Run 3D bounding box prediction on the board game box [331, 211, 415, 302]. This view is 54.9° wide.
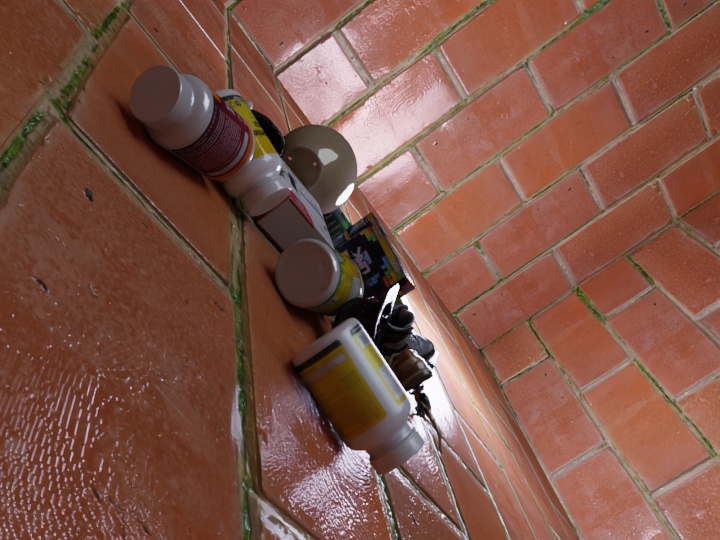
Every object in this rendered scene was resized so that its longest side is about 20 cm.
[{"bbox_3d":[0.000,0.000,1.425,0.057,0.164,0.201,48,12,-47],"label":"board game box"}]

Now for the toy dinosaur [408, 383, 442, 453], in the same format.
[{"bbox_3d":[0.134,0.292,1.507,0.088,0.047,0.201,56,9,-53],"label":"toy dinosaur"}]

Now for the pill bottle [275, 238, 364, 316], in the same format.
[{"bbox_3d":[-0.060,0.019,1.202,0.113,0.112,0.200,58,10,18],"label":"pill bottle"}]

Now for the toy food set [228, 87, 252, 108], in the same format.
[{"bbox_3d":[-0.242,-0.329,1.654,0.144,0.060,0.200,61,10,32],"label":"toy food set"}]

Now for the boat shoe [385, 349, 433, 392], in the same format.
[{"bbox_3d":[0.083,0.189,1.311,0.074,0.075,0.200,59,-18,10],"label":"boat shoe"}]

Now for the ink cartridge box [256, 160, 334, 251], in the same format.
[{"bbox_3d":[-0.137,-0.112,1.354,0.145,0.083,0.201,50,9,-32],"label":"ink cartridge box"}]

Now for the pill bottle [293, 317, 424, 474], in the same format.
[{"bbox_3d":[0.001,0.176,0.967,0.201,0.111,0.112,57,9,2],"label":"pill bottle"}]

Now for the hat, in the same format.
[{"bbox_3d":[-0.004,0.101,1.173,0.080,0.203,0.201,22,6,7],"label":"hat"}]

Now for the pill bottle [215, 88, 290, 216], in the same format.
[{"bbox_3d":[-0.207,-0.200,1.197,0.201,0.112,0.112,57,9,6],"label":"pill bottle"}]

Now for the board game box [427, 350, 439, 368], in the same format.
[{"bbox_3d":[0.101,0.175,1.575,0.150,0.047,0.200,36,6,7],"label":"board game box"}]

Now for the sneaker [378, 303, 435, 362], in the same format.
[{"bbox_3d":[0.093,0.131,1.402,0.198,0.114,0.076,13,44,-32],"label":"sneaker"}]

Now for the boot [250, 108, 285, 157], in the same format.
[{"bbox_3d":[-0.212,-0.287,1.438,0.197,0.074,0.162,31,11,12],"label":"boot"}]

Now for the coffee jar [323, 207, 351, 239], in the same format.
[{"bbox_3d":[-0.082,-0.127,1.705,0.201,0.085,0.104,55,9,-6],"label":"coffee jar"}]

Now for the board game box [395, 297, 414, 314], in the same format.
[{"bbox_3d":[0.074,0.068,1.544,0.103,0.047,0.200,64,5,6],"label":"board game box"}]

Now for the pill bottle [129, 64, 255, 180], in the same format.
[{"bbox_3d":[-0.249,-0.219,1.038,0.114,0.112,0.200,59,9,21],"label":"pill bottle"}]

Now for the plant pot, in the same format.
[{"bbox_3d":[-0.115,-0.219,1.504,0.201,0.199,0.134,56,12,0],"label":"plant pot"}]
